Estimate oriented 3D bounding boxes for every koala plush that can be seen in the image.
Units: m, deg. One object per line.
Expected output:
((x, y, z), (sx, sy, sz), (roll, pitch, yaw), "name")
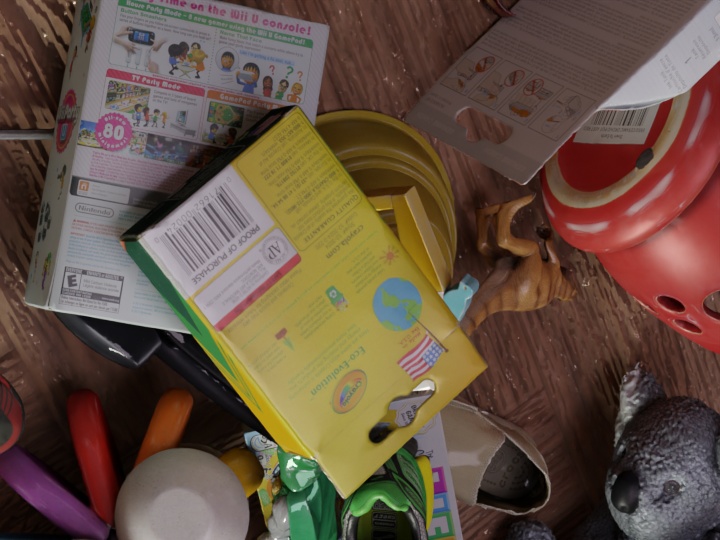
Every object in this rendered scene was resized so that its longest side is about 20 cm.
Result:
((0.227, 0.182, 1.604), (0.183, 0.177, 0.201), (-3, 111, -44), "koala plush")

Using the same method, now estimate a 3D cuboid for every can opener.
((-0.109, 0.051, 1.354), (0.200, 0.063, 0.079), (37, 72, -14), "can opener")

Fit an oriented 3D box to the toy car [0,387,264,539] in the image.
((-0.166, 0.157, 1.357), (0.200, 0.175, 0.150), (-42, 90, -5), "toy car")

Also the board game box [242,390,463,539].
((0.000, 0.168, 1.487), (0.134, 0.034, 0.201), (-12, 123, -1), "board game box")

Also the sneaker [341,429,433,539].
((0.015, 0.214, 1.423), (0.078, 0.085, 0.201), (-5, 109, 11), "sneaker")

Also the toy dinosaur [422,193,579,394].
((0.105, 0.006, 1.472), (0.200, 0.060, 0.107), (-19, 94, -52), "toy dinosaur")

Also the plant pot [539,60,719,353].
((0.237, -0.062, 1.480), (0.182, 0.200, 0.201), (27, 95, -31), "plant pot")

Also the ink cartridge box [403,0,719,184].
((0.146, -0.134, 1.410), (0.200, 0.162, 0.050), (-46, 125, -7), "ink cartridge box")

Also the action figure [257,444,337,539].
((-0.043, 0.165, 1.368), (0.200, 0.054, 0.118), (98, 12, -49), "action figure")

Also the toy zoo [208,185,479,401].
((-0.019, 0.016, 1.355), (0.020, 0.199, 0.132), (-43, 124, -61), "toy zoo")

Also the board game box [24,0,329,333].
((-0.110, -0.064, 1.288), (0.147, 0.064, 0.201), (11, 88, -21), "board game box")

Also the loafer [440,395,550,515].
((0.066, 0.126, 1.529), (0.199, 0.068, 0.076), (19, 99, -36), "loafer")

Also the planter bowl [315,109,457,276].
((0.000, 0.000, 1.425), (0.200, 0.083, 0.201), (-12, 116, -27), "planter bowl")

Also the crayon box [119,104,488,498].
((-0.032, 0.019, 1.259), (0.127, 0.051, 0.200), (-40, 103, -16), "crayon box")

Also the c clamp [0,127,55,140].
((-0.276, 0.001, 1.286), (0.170, 0.027, 0.201), (6, 108, -33), "c clamp")

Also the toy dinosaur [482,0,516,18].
((0.115, -0.300, 1.399), (0.182, 0.105, 0.200), (-51, 166, -19), "toy dinosaur")

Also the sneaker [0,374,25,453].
((-0.279, 0.070, 1.243), (0.200, 0.098, 0.071), (28, 95, -31), "sneaker")
